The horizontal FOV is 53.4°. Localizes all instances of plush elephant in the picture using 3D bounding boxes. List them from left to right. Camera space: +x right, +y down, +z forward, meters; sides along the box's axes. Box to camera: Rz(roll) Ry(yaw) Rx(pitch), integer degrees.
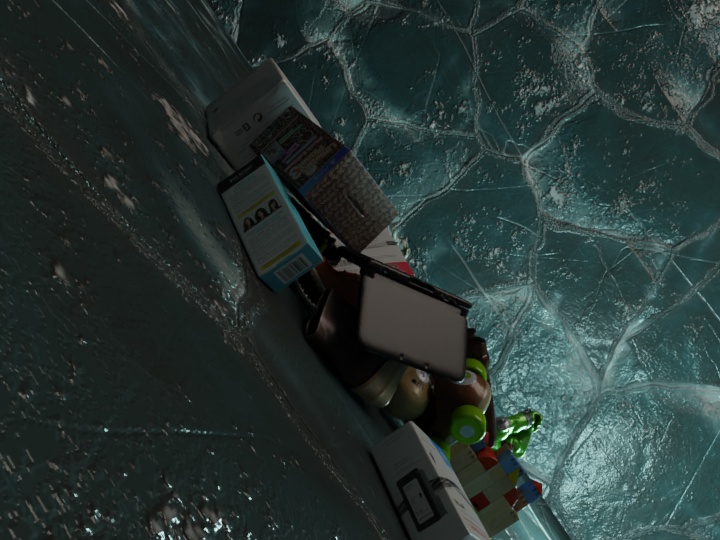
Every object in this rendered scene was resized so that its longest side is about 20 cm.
[{"bbox_3d":[0.135,-0.101,3.071,0.200,0.155,0.165,52,6,-27],"label":"plush elephant"}]

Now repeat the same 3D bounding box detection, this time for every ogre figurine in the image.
[{"bbox_3d":[0.249,0.335,1.346,0.120,0.200,0.099,27,37,-46],"label":"ogre figurine"}]

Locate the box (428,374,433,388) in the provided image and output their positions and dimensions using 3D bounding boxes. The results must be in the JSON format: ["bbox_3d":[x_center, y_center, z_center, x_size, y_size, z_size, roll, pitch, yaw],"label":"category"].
[{"bbox_3d":[0.130,0.235,1.405,0.201,0.049,0.161,59,-12,24],"label":"box"}]

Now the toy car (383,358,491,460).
[{"bbox_3d":[0.090,0.185,1.137,0.200,0.158,0.164,38,25,-8],"label":"toy car"}]

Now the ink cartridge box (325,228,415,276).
[{"bbox_3d":[0.000,0.000,1.292,0.200,0.144,0.085,-116,-157,-57],"label":"ink cartridge box"}]

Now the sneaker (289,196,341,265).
[{"bbox_3d":[-0.085,-0.059,1.157,0.082,0.071,0.200,23,-9,28],"label":"sneaker"}]

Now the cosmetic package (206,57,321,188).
[{"bbox_3d":[-0.173,-0.264,1.339,0.167,0.167,0.200,51,6,-29],"label":"cosmetic package"}]

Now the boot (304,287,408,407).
[{"bbox_3d":[0.011,0.080,1.047,0.167,0.072,0.200,50,39,-20],"label":"boot"}]

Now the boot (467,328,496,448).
[{"bbox_3d":[0.201,0.214,1.306,0.186,0.064,0.201,-115,-166,-82],"label":"boot"}]

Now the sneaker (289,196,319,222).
[{"bbox_3d":[-0.132,-0.094,1.281,0.091,0.078,0.200,34,6,2],"label":"sneaker"}]

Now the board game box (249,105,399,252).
[{"bbox_3d":[-0.059,-0.144,1.136,0.200,0.097,0.159,44,-3,44],"label":"board game box"}]

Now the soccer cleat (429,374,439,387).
[{"bbox_3d":[0.137,0.120,1.235,0.085,0.068,0.201,-127,-155,-56],"label":"soccer cleat"}]

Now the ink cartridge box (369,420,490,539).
[{"bbox_3d":[0.097,0.296,0.861,0.116,0.068,0.200,49,9,-47],"label":"ink cartridge box"}]

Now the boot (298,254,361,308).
[{"bbox_3d":[-0.027,0.025,1.129,0.200,0.107,0.075,56,-19,-12],"label":"boot"}]

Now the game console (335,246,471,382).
[{"bbox_3d":[0.056,0.062,1.060,0.199,0.117,0.176,24,1,-29],"label":"game console"}]

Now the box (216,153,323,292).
[{"bbox_3d":[-0.130,-0.070,1.004,0.049,0.082,0.200,50,8,-51],"label":"box"}]

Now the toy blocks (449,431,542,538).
[{"bbox_3d":[0.215,0.349,1.198,0.200,0.136,0.100,54,6,-5],"label":"toy blocks"}]
